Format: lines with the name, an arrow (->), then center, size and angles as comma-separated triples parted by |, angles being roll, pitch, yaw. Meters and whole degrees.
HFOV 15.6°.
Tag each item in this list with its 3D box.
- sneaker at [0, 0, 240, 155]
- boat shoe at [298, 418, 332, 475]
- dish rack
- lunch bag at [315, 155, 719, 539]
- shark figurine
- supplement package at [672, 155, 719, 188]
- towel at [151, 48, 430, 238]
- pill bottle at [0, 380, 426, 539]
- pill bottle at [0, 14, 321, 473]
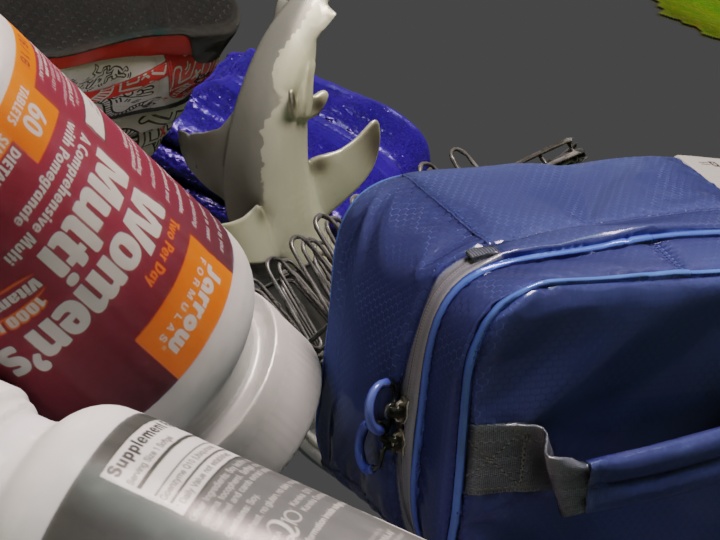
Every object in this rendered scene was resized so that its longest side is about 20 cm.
sneaker -> -0.157, -0.089, 1.230 | 0.201, 0.108, 0.067 | -7, 54, -41
boat shoe -> 0.055, 0.059, 1.188 | 0.202, 0.065, 0.074 | 0, 27, -34
dish rack -> 0.000, 0.000, 1.109 | 0.055, 0.200, 0.153 | 54, 36, 4
lunch bag -> 0.083, 0.040, 0.975 | 0.200, 0.136, 0.132 | -7, 24, -28
shark figurine -> -0.046, -0.077, 1.249 | 0.089, 0.215, 0.128 | 12, 6, 41
supplement package -> 0.239, 0.041, 1.323 | 0.120, 0.121, 0.200 | 3, 26, -38
towel -> -0.045, -0.071, 1.452 | 0.147, 0.050, 0.200 | 22, 20, 7
pill bottle -> -0.064, 0.114, 0.872 | 0.200, 0.116, 0.116 | 23, 21, 10
pill bottle -> -0.108, 0.003, 0.947 | 0.200, 0.110, 0.110 | 44, 5, -34
